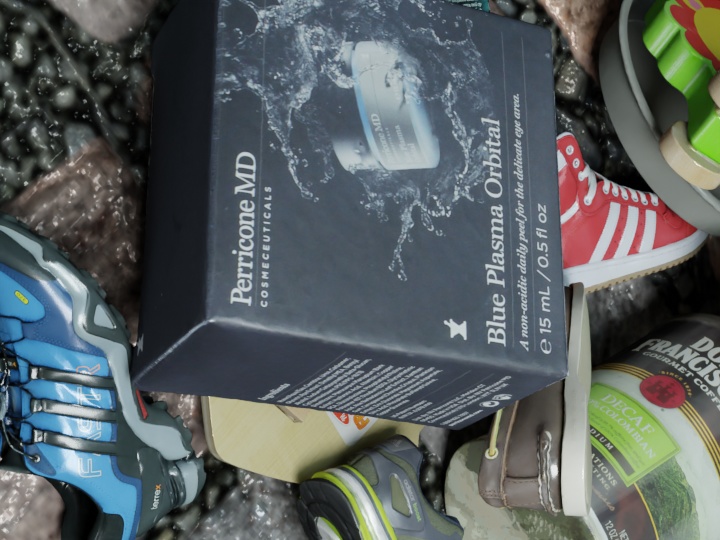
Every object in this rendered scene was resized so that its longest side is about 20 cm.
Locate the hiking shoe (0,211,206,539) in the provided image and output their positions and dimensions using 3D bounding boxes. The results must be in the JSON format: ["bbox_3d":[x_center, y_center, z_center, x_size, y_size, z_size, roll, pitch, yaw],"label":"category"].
[{"bbox_3d":[-0.157,0.062,0.718,0.087,0.074,0.201,-43,112,-29],"label":"hiking shoe"}]

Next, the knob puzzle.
[{"bbox_3d":[-0.024,0.038,0.837,0.217,0.030,0.223,-3,95,-37],"label":"knob puzzle"}]

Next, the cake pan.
[{"bbox_3d":[0.238,-0.110,0.981,0.199,0.037,0.203,23,51,-32],"label":"cake pan"}]

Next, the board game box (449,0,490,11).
[{"bbox_3d":[-0.002,-0.156,0.858,0.198,0.028,0.138,-11,97,-35],"label":"board game box"}]

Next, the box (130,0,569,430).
[{"bbox_3d":[-0.005,-0.036,0.728,0.197,0.117,0.200,9,68,-24],"label":"box"}]

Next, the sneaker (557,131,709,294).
[{"bbox_3d":[0.155,-0.050,0.943,0.198,0.071,0.114,-18,102,-32],"label":"sneaker"}]

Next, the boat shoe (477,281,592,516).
[{"bbox_3d":[0.104,0.068,0.811,0.201,0.059,0.073,-75,159,-58],"label":"boat shoe"}]

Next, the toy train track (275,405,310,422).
[{"bbox_3d":[0.000,0.000,0.817,0.115,0.032,0.201,44,62,-23],"label":"toy train track"}]

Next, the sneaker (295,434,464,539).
[{"bbox_3d":[0.034,0.189,0.840,0.081,0.073,0.202,-34,119,-29],"label":"sneaker"}]

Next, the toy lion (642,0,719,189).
[{"bbox_3d":[0.272,-0.105,0.918,0.198,0.069,0.193,31,36,-9],"label":"toy lion"}]

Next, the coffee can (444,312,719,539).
[{"bbox_3d":[0.173,0.134,0.906,0.198,0.146,0.148,-26,103,-32],"label":"coffee can"}]
